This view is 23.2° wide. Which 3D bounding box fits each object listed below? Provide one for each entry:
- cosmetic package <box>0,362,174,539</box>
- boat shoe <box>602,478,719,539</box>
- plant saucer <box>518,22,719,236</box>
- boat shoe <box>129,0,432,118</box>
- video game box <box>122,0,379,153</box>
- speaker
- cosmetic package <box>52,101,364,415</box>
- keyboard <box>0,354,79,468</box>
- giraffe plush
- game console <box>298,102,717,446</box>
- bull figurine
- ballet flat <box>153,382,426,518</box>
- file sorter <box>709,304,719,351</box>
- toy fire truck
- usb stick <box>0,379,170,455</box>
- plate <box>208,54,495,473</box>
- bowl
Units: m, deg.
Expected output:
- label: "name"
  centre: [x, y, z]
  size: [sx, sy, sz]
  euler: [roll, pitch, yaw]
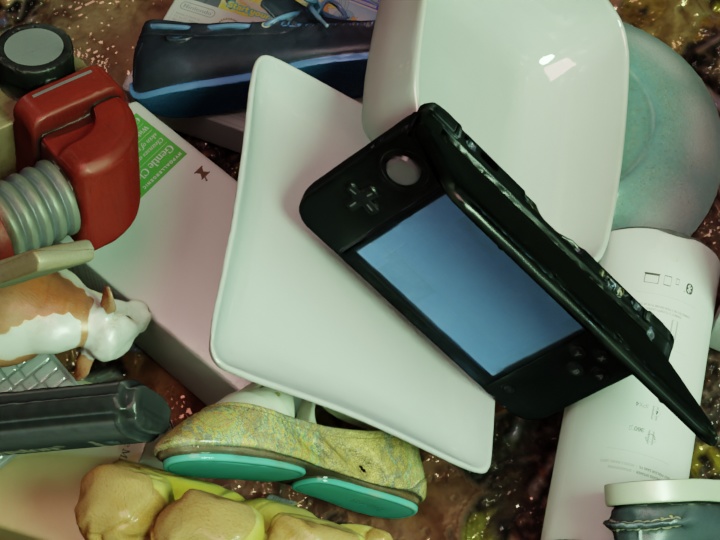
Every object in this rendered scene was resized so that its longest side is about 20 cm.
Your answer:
- label: "cosmetic package"
  centre: [-0.220, 0.110, 1.060]
  size: [0.198, 0.071, 0.106]
  euler: [14, 67, 11]
- label: "boat shoe"
  centre: [0.206, 0.150, 0.963]
  size: [0.074, 0.199, 0.063]
  euler: [-8, 76, 40]
- label: "plant saucer"
  centre: [0.138, -0.090, 1.138]
  size: [0.199, 0.039, 0.203]
  euler: [-2, 66, 4]
- label: "boat shoe"
  centre: [-0.052, -0.146, 1.097]
  size: [0.198, 0.084, 0.069]
  euler: [-4, 75, 5]
- label: "video game box"
  centre: [-0.031, -0.156, 1.172]
  size: [0.198, 0.047, 0.183]
  euler: [21, 71, 19]
- label: "speaker"
  centre: [0.161, 0.080, 1.036]
  size: [0.080, 0.081, 0.202]
  euler: [9, 67, 9]
- label: "cosmetic package"
  centre: [-0.101, 0.003, 1.092]
  size: [0.199, 0.085, 0.108]
  euler: [36, 70, 19]
- label: "keyboard"
  centre: [-0.252, 0.117, 1.014]
  size: [0.200, 0.011, 0.056]
  euler: [-39, 68, -13]
- label: "giraffe plush"
  centre: [-0.082, 0.204, 0.966]
  size: [0.171, 0.200, 0.164]
  euler: [13, 85, 19]
- label: "game console"
  centre: [0.071, 0.022, 0.921]
  size: [0.200, 0.175, 0.117]
  euler: [43, 44, -18]
- label: "bull figurine"
  centre: [-0.225, 0.022, 1.023]
  size: [0.198, 0.066, 0.122]
  euler: [-13, 40, -10]
- label: "ballet flat"
  centre: [-0.038, 0.096, 1.000]
  size: [0.070, 0.199, 0.071]
  euler: [-18, 63, 41]
- label: "file sorter"
  centre: [0.295, -0.025, 1.011]
  size: [0.124, 0.200, 0.140]
  euler: [25, 70, 11]
- label: "toy fire truck"
  centre: [-0.186, -0.037, 0.957]
  size: [0.175, 0.129, 0.200]
  euler: [-27, 54, -28]
- label: "usb stick"
  centre: [-0.201, 0.086, 0.965]
  size: [0.198, 0.055, 0.033]
  euler: [-7, 67, 20]
- label: "plate"
  centre: [0.000, 0.000, 1.020]
  size: [0.199, 0.032, 0.201]
  euler: [25, 58, -30]
- label: "bowl"
  centre: [0.075, -0.110, 1.042]
  size: [0.074, 0.199, 0.202]
  euler: [-16, 52, 39]
